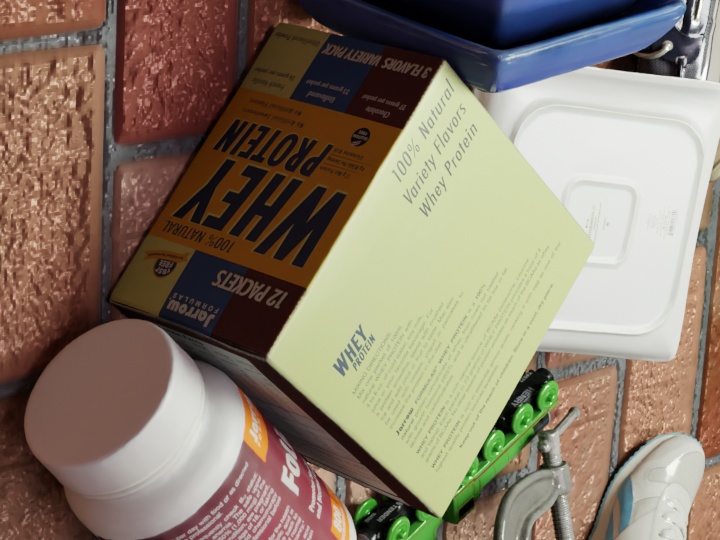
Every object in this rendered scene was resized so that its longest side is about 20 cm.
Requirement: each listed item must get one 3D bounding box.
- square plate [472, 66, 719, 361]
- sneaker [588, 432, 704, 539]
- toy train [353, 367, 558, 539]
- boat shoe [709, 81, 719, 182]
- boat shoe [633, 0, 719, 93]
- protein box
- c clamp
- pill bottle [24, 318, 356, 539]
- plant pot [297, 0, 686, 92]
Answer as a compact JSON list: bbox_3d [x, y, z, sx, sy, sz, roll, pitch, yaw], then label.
[{"bbox_3d":[0.153,-0.037,1.417,0.198,0.028,0.200,5,102,-25],"label":"square plate"},{"bbox_3d":[0.213,0.214,1.578,0.200,0.081,0.077,-58,135,-18],"label":"sneaker"},{"bbox_3d":[0.068,0.135,1.427,0.200,0.042,0.056,-38,138,-33],"label":"toy train"},{"bbox_3d":[0.269,-0.164,1.533,0.065,0.072,0.200,17,103,-13],"label":"boat shoe"},{"bbox_3d":[0.202,-0.175,1.456,0.093,0.075,0.200,11,92,-35],"label":"boat shoe"},{"bbox_3d":[0.000,0.000,1.235,0.199,0.135,0.200,-59,137,-14],"label":"protein box"},{"bbox_3d":[0.136,0.207,1.450,0.171,0.027,0.200,-17,101,-62],"label":"c clamp"},{"bbox_3d":[-0.095,0.121,1.188,0.114,0.114,0.200,-56,136,-18],"label":"pill bottle"},{"bbox_3d":[0.078,-0.216,1.210,0.200,0.200,0.180,-21,124,-42],"label":"plant pot"}]
